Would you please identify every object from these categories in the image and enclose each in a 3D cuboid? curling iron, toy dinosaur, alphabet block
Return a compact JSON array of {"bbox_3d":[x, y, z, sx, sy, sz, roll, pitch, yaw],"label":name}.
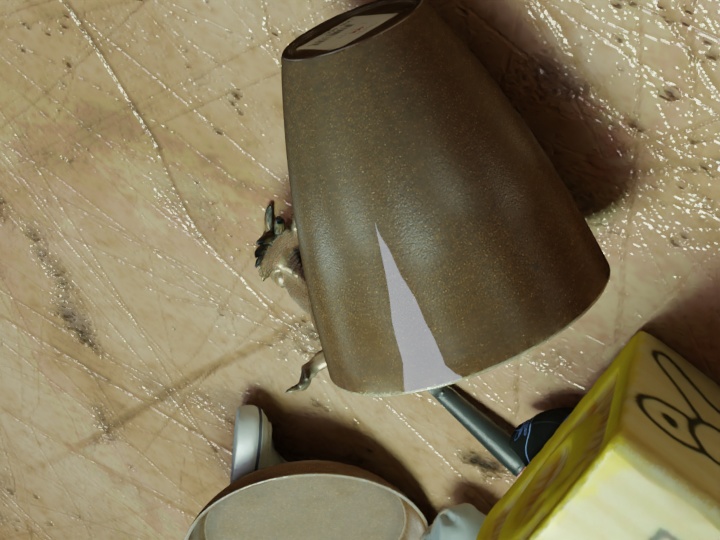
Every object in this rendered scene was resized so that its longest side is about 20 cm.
[{"bbox_3d":[0.120,0.155,1.642,0.200,0.050,0.026,49,168,0],"label":"curling iron"},{"bbox_3d":[0.000,0.000,1.545,0.199,0.086,0.136,-20,83,31],"label":"toy dinosaur"},{"bbox_3d":[0.197,0.193,1.451,0.200,0.195,0.197,36,110,-1],"label":"alphabet block"}]

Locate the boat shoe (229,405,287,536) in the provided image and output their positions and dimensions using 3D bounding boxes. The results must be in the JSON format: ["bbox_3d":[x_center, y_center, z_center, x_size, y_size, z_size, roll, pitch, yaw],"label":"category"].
[{"bbox_3d":[-0.070,0.181,1.829,0.069,0.071,0.201,1,136,0],"label":"boat shoe"}]

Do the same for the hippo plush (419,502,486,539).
[{"bbox_3d":[0.130,0.264,1.718,0.160,0.161,0.200,7,167,-11],"label":"hippo plush"}]

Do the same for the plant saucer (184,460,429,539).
[{"bbox_3d":[-0.043,0.211,1.792,0.199,0.035,0.201,-3,139,-3],"label":"plant saucer"}]

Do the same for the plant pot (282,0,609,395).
[{"bbox_3d":[0.030,-0.057,1.370,0.186,0.187,0.201,-6,114,43],"label":"plant pot"}]

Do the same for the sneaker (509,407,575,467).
[{"bbox_3d":[0.184,0.177,1.609,0.078,0.070,0.201,-12,117,51],"label":"sneaker"}]
